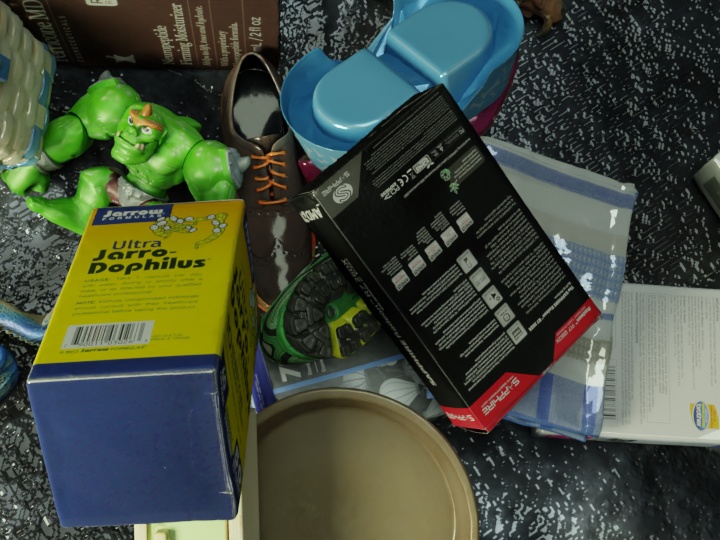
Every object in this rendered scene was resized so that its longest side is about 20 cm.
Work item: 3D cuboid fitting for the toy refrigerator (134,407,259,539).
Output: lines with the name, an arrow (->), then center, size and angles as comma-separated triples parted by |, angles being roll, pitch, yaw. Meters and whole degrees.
toy refrigerator -> -0.110, 0.199, 0.809 | 0.075, 0.070, 0.203 | 0, 96, 5

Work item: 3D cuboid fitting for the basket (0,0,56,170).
basket -> -0.317, -0.138, 0.817 | 0.175, 0.200, 0.141 | -1, 72, 28

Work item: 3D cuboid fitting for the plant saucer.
plant saucer -> -0.014, 0.181, 0.847 | 0.197, 0.029, 0.203 | 0, 96, 4

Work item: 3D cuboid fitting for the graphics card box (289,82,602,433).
graphics card box -> 0.060, -0.008, 0.802 | 0.125, 0.051, 0.201 | -42, 104, -19

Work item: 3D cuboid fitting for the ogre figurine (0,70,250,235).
ogre figurine -> -0.168, -0.067, 0.887 | 0.199, 0.098, 0.121 | 33, 95, 33

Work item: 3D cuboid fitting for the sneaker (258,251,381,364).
sneaker -> 0.000, 0.000, 0.860 | 0.199, 0.085, 0.079 | -33, 99, -38

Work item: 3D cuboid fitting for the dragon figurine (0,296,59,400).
dragon figurine -> -0.287, 0.070, 0.864 | 0.099, 0.059, 0.200 | 41, 76, 6

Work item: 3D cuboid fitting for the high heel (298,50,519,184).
high heel -> 0.042, -0.123, 0.915 | 0.096, 0.067, 0.201 | 41, 78, -28

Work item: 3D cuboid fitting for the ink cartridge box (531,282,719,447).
ink cartridge box -> 0.231, 0.073, 0.914 | 0.197, 0.042, 0.121 | 3, 76, -1

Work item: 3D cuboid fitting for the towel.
towel -> 0.129, 0.012, 0.870 | 0.145, 0.024, 0.202 | 17, 76, -18

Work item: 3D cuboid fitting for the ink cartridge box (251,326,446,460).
ink cartridge box -> -0.011, 0.080, 0.895 | 0.198, 0.039, 0.100 | -16, 80, -7

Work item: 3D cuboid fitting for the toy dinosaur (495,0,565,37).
toy dinosaur -> 0.067, -0.246, 0.955 | 0.198, 0.086, 0.137 | -10, 85, -1

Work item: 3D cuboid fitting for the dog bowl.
dog bowl -> 0.034, -0.140, 0.882 | 0.199, 0.050, 0.111 | -37, 58, -17

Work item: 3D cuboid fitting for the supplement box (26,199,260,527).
supplement box -> -0.127, 0.051, 0.750 | 0.108, 0.201, 0.110 | -3, 121, 1

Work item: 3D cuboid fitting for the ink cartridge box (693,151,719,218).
ink cartridge box -> 0.393, -0.064, 0.959 | 0.199, 0.057, 0.163 | -30, 81, -19

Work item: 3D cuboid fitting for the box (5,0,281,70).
box -> -0.156, -0.258, 0.894 | 0.197, 0.166, 0.166 | 0, 78, -4

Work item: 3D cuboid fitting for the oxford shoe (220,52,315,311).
oxford shoe -> -0.075, -0.067, 0.905 | 0.070, 0.073, 0.202 | -11, 78, -7
